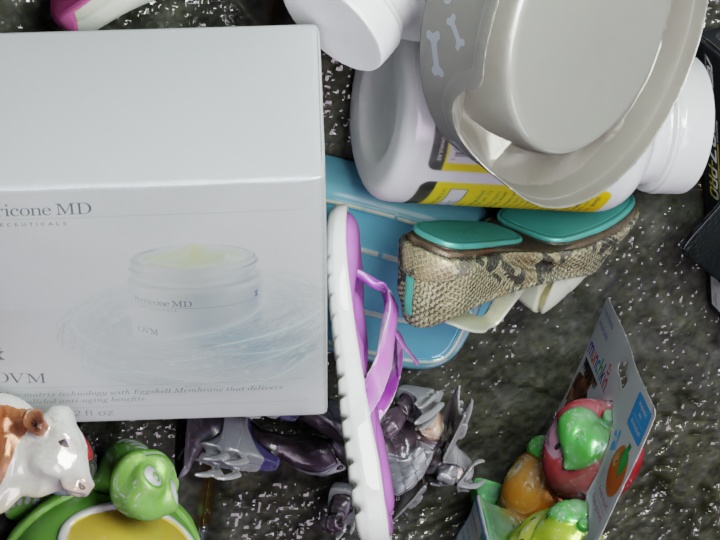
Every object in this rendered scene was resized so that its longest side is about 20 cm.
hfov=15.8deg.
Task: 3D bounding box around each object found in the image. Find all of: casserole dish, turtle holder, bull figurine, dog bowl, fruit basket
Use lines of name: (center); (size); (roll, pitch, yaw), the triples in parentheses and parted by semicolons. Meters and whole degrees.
casserole dish: (0.000, 0.000, 1.591); (0.199, 0.039, 0.122); (15, 108, -23)
turtle holder: (-0.144, 0.197, 1.582); (0.141, 0.132, 0.186); (36, 102, -28)
bull figurine: (-0.248, 0.102, 1.414); (0.199, 0.065, 0.122); (25, 78, -10)
dog bowl: (0.109, -0.137, 1.402); (0.200, 0.058, 0.201); (-28, 129, -41)
fruit basket: (0.123, 0.135, 1.615); (0.093, 0.185, 0.201); (14, 110, -9)

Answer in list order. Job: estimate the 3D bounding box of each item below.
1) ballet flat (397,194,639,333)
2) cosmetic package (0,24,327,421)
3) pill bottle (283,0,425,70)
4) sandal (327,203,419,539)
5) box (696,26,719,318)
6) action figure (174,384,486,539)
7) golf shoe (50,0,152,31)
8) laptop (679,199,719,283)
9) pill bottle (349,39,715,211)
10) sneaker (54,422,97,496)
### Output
ballet flat: (0.091, -0.003, 1.567); (0.199, 0.068, 0.076); (-15, 123, -46)
cosmetic package: (-0.118, -0.023, 1.433); (0.198, 0.123, 0.201); (-2, 137, -1)
pill bottle: (0.044, -0.203, 1.427); (0.200, 0.111, 0.111); (-49, 122, -21)
sandal: (0.010, 0.061, 1.532); (0.049, 0.082, 0.204); (-6, 93, 0)
box: (0.296, -0.071, 1.647); (0.160, 0.049, 0.201); (-15, 119, -15)
action figure: (-0.013, 0.109, 1.617); (0.199, 0.070, 0.131); (16, 122, -18)
golf shoe: (-0.081, -0.186, 1.458); (0.200, 0.075, 0.092); (-37, 123, 3)
laptop: (0.335, -0.008, 1.604); (0.200, 0.103, 0.177); (37, 99, -31)
pill bottle: (0.102, -0.092, 1.537); (0.199, 0.113, 0.113); (3, 114, -19)
sneaker: (-0.255, 0.099, 1.533); (0.199, 0.079, 0.096); (19, 116, -6)
